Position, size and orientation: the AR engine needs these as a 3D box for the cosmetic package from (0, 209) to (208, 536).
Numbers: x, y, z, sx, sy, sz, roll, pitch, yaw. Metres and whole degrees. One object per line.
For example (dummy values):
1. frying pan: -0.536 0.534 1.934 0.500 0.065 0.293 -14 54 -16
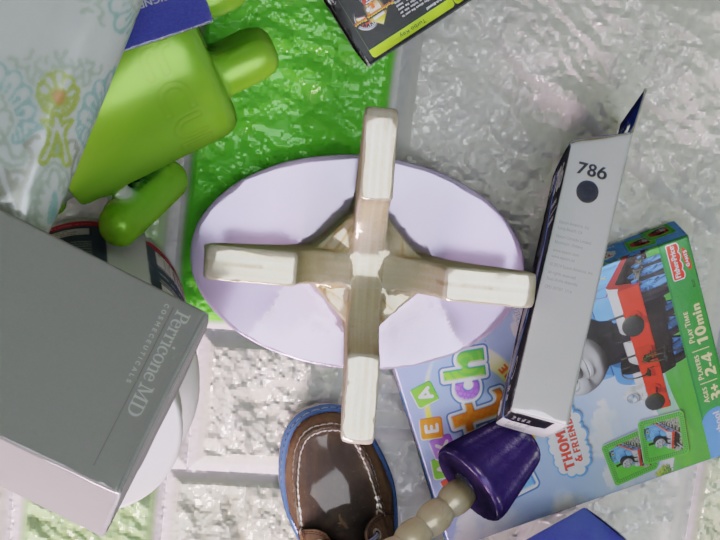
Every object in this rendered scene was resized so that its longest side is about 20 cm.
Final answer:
1. cosmetic package: -0.184 0.033 0.965 0.199 0.090 0.107 23 65 -1

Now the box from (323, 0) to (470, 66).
1. box: 0.035 -0.251 1.142 0.199 0.048 0.194 -33 111 2

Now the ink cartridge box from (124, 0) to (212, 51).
1. ink cartridge box: -0.200 -0.198 1.066 0.196 0.047 0.201 -18 70 -4

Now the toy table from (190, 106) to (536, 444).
1. toy table: 0.000 0.000 1.158 0.198 0.117 0.186 -7 94 -1

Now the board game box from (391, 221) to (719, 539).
1. board game box: 0.126 0.073 1.263 0.198 0.037 0.152 -19 109 -2

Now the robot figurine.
1. robot figurine: -0.147 -0.104 1.121 0.199 0.116 0.176 -25 109 0

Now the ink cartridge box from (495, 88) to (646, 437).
1. ink cartridge box: 0.122 -0.006 1.176 0.039 0.099 0.202 15 81 2

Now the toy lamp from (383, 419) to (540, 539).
1. toy lamp: 0.027 0.161 1.198 0.200 0.058 0.058 -40 111 -21

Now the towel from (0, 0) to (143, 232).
1. towel: -0.219 -0.128 1.010 0.199 0.048 0.172 22 88 -1

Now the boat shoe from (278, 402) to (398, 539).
1. boat shoe: -0.002 0.182 1.257 0.072 0.072 0.202 -15 109 -4

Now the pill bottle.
1. pill bottle: -0.151 0.053 1.125 0.118 0.200 0.121 -2 108 -8

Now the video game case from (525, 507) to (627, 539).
1. video game case: 0.075 0.265 1.241 0.199 0.045 0.183 -24 130 -31
